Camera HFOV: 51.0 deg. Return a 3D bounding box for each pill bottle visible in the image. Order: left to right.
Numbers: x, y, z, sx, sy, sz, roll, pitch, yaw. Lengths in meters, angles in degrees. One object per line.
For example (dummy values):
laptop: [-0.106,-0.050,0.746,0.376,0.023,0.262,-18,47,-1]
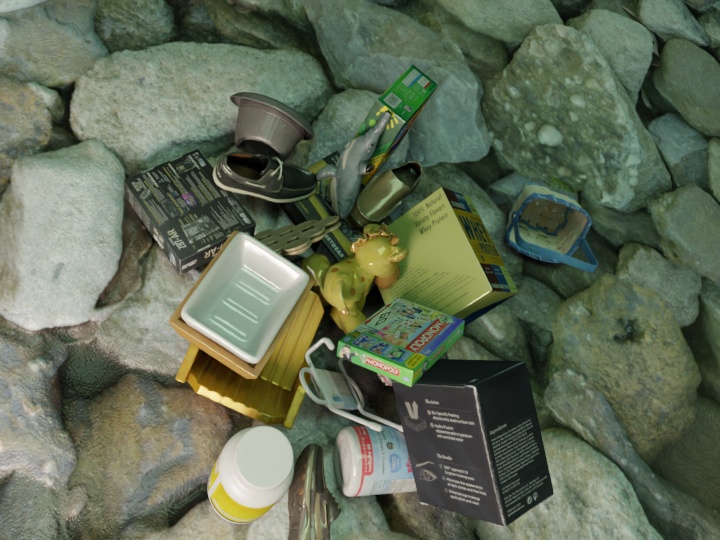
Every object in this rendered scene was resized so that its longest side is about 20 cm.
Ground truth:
pill bottle: [-0.160,0.299,1.115,0.109,0.201,0.115,8,61,-16]
pill bottle: [0.061,0.309,1.247,0.194,0.109,0.112,1,63,-20]

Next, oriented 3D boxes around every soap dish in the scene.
soap dish: [-0.182,0.055,1.171,0.155,0.082,0.202,31,53,-1]

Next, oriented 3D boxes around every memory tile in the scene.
memory tile: [-0.140,-0.049,1.305,0.153,0.196,0.017,-44,118,-52]

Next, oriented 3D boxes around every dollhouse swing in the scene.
dollhouse swing: [-0.160,0.111,1.217,0.196,0.182,0.179,25,101,-6]

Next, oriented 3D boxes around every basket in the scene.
basket: [0.386,-0.079,1.536,0.172,0.141,0.202,20,28,-9]

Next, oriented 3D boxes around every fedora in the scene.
fedora: [-0.179,-0.257,1.424,0.174,0.199,0.092,26,83,-25]

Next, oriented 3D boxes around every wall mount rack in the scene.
wall mount rack: [-0.009,0.197,1.202,0.176,0.074,0.199,60,17,24]

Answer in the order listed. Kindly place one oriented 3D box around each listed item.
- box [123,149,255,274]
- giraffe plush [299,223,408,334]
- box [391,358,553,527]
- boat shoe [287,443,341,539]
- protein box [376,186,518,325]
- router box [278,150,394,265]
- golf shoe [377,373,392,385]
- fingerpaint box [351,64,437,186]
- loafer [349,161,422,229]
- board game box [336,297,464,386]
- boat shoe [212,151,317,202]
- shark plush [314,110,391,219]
box: [-0.303,-0.109,1.342,0.158,0.044,0.201,-29,67,-30]
giraffe plush: [0.000,0.000,1.292,0.161,0.201,0.173,-37,66,-10]
box: [0.164,0.247,1.128,0.115,0.195,0.206,-16,95,-34]
boat shoe: [-0.072,0.380,1.191,0.072,0.074,0.206,14,69,-24]
protein box: [0.140,-0.002,1.361,0.134,0.197,0.204,5,55,-58]
router box: [-0.047,-0.112,1.453,0.156,0.052,0.201,-34,80,-31]
golf shoe: [0.070,0.151,1.280,0.091,0.200,0.076,-36,65,5]
fingerpaint box: [0.057,-0.286,1.485,0.073,0.168,0.201,36,40,0]
loafer: [0.050,-0.154,1.443,0.076,0.068,0.200,41,53,3]
board game box: [0.069,0.108,1.205,0.132,0.030,0.199,17,26,25]
boat shoe: [-0.164,-0.172,1.368,0.195,0.068,0.074,6,61,-26]
shark plush: [0.008,-0.193,1.380,0.090,0.201,0.084,33,15,-38]
